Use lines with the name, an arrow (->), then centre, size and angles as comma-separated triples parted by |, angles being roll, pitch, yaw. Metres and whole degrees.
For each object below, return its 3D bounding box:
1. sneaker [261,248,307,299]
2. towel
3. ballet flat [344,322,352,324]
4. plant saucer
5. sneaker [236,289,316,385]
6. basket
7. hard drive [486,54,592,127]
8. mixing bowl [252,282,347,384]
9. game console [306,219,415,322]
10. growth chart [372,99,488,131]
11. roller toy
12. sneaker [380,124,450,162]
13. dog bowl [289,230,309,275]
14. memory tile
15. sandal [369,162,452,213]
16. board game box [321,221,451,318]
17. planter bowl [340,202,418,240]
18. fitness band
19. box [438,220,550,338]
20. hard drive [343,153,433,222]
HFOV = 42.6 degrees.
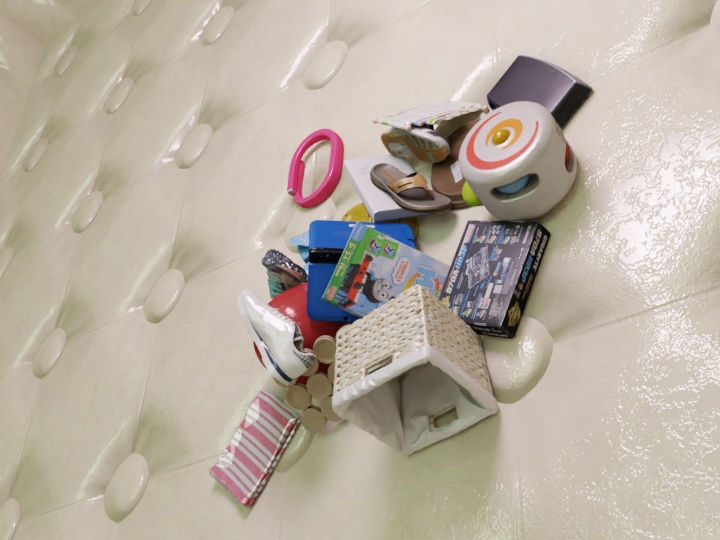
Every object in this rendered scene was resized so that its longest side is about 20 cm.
sneaker -> -0.148, 0.026, 1.836 | 0.077, 0.200, 0.086 | 39, 89, 28
towel -> -0.205, 0.340, 1.789 | 0.146, 0.030, 0.201 | 23, 80, 50
ballet flat -> -0.068, 0.107, 1.805 | 0.199, 0.072, 0.072 | -10, 56, 39
plant saucer -> 0.211, -0.212, 1.767 | 0.199, 0.029, 0.201 | -26, 47, 31
sneaker -> -0.151, 0.106, 1.648 | 0.080, 0.076, 0.201 | -39, 65, 11
basket -> 0.081, 0.162, 1.487 | 0.197, 0.200, 0.162 | -31, 41, 26
hard drive -> 0.325, -0.330, 1.723 | 0.135, 0.042, 0.200 | -51, 38, 5
mixing bowl -> -0.131, 0.127, 1.738 | 0.199, 0.108, 0.202 | 4, 97, 39
game console -> 0.000, 0.000, 1.715 | 0.171, 0.198, 0.119 | -94, 8, -56
growth chart -> 0.141, -0.310, 1.829 | 0.199, 0.018, 0.145 | -18, 25, -22
roller toy -> 0.269, -0.193, 1.586 | 0.200, 0.140, 0.182 | -51, 39, -9
sneaker -> 0.122, -0.272, 1.834 | 0.088, 0.076, 0.200 | -41, 32, -18
dog bowl -> -0.080, -0.008, 1.858 | 0.049, 0.112, 0.200 | -35, 40, 3
memory tile -> -0.053, 0.195, 1.654 | 0.199, 0.154, 0.017 | -29, 9, 24
sandal -> 0.093, -0.167, 1.764 | 0.081, 0.055, 0.200 | -21, 43, -29
board game box -> 0.052, 0.025, 1.633 | 0.037, 0.199, 0.152 | 131, 164, -78
planter bowl -> 0.012, -0.072, 1.826 | 0.200, 0.083, 0.202 | -27, 45, 30
fitness band -> -0.102, -0.236, 2.104 | 0.143, 0.037, 0.201 | -22, 49, 34
box -> 0.221, 0.010, 1.575 | 0.158, 0.046, 0.201 | 3, 65, 47
hard drive -> 0.057, -0.168, 1.831 | 0.131, 0.027, 0.200 | -9, 38, -16
